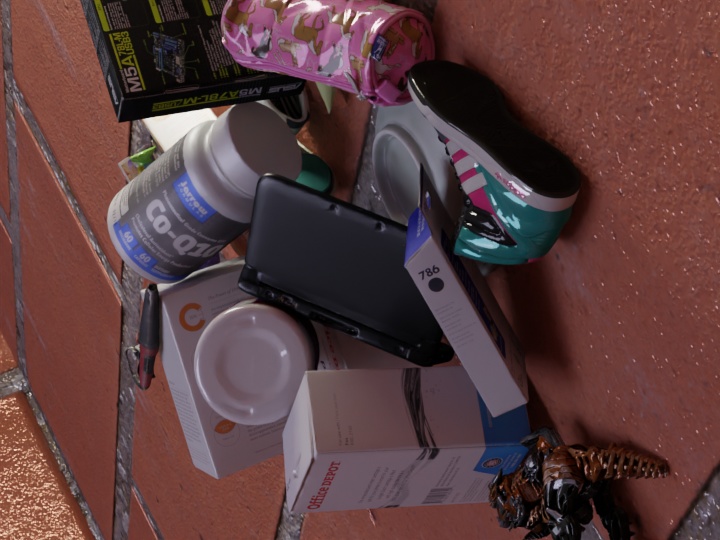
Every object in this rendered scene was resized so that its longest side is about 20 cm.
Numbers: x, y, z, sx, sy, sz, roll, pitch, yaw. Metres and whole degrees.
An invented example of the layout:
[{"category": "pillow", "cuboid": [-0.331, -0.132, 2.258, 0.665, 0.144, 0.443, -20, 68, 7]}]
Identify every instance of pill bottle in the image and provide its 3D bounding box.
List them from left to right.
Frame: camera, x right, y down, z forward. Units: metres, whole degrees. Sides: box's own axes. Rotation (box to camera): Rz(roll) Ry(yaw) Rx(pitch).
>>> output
[{"category": "pill bottle", "cuboid": [-0.155, -0.079, 1.767, 0.200, 0.113, 0.115, -36, 74, 38]}, {"category": "pill bottle", "cuboid": [-0.095, 0.082, 1.695, 0.200, 0.110, 0.112, -57, -53, -87]}]

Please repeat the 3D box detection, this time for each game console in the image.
[{"category": "game console", "cuboid": [0.000, 0.000, 1.622, 0.198, 0.117, 0.176, 23, -175, 13]}]

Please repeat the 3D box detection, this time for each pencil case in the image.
[{"category": "pencil case", "cuboid": [-0.031, -0.201, 1.533, 0.199, 0.086, 0.084, 20, 119, 39]}]

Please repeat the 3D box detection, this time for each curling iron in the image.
[{"category": "curling iron", "cuboid": [-0.227, 0.068, 1.842, 0.050, 0.025, 0.200, 60, 159, 21]}]

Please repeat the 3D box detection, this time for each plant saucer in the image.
[{"category": "plant saucer", "cuboid": [0.056, -0.082, 1.554, 0.200, 0.050, 0.201, 50, 151, 41]}]

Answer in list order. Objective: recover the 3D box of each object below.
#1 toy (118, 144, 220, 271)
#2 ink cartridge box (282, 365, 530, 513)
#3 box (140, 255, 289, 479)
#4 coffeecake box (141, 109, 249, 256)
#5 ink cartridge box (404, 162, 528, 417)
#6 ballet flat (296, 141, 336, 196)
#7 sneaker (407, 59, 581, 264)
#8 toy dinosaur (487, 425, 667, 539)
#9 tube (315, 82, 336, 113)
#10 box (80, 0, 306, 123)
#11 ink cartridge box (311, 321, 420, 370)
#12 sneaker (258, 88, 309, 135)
[{"category": "toy", "cuboid": [-0.190, -0.045, 1.927, 0.201, 0.047, 0.115, 62, -165, -8]}, {"category": "ink cartridge box", "cuboid": [0.038, 0.153, 1.585, 0.147, 0.198, 0.087, 113, 154, -60]}, {"category": "box", "cuboid": [-0.137, 0.099, 1.854, 0.097, 0.123, 0.202, 7, 115, 69]}, {"category": "coffeecake box", "cuboid": [-0.175, -0.131, 1.968, 0.200, 0.073, 0.154, 52, 177, 37]}, {"category": "ink cartridge box", "cuboid": [0.081, 0.016, 1.474, 0.201, 0.039, 0.100, 61, -165, -19]}, {"category": "ballet flat", "cuboid": [-0.074, -0.100, 1.836, 0.200, 0.069, 0.070, -124, 24, -51]}, {"category": "sneaker", "cuboid": [0.097, -0.074, 1.426, 0.200, 0.083, 0.122, 50, 142, 38]}, {"category": "toy dinosaur", "cuboid": [0.174, 0.192, 1.462, 0.200, 0.101, 0.137, 128, 132, -69]}, {"category": "tube", "cuboid": [-0.034, -0.234, 1.639, 0.051, 0.058, 0.201, 22, 150, 8]}, {"category": "box", "cuboid": [-0.169, -0.250, 1.715, 0.048, 0.191, 0.201, 112, 141, -60]}, {"category": "ink cartridge box", "cuboid": [-0.021, 0.069, 1.830, 0.200, 0.082, 0.148, 0, 108, 68]}, {"category": "sneaker", "cuboid": [-0.104, -0.231, 1.797, 0.071, 0.073, 0.201, -20, 100, 60]}]
